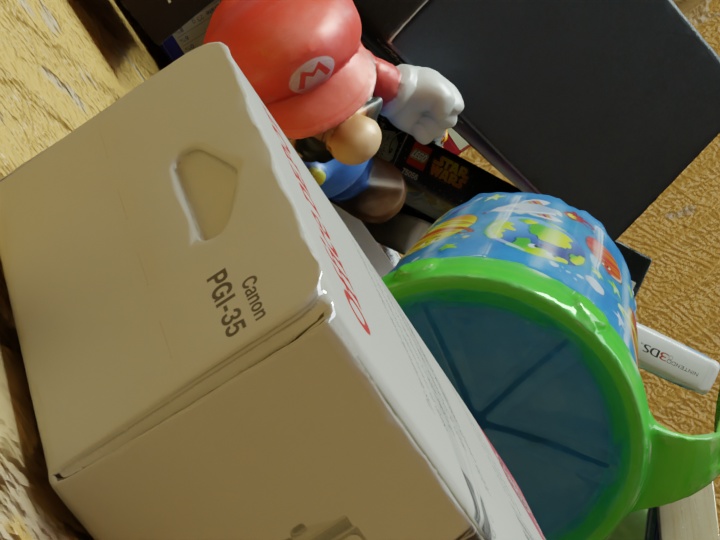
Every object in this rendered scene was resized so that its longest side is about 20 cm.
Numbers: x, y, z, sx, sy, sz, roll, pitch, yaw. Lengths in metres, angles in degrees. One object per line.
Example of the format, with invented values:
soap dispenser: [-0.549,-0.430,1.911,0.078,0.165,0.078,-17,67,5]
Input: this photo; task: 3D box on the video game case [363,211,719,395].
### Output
video game case: [0.091,0.012,1.325,0.182,0.022,0.200,25,0,-10]

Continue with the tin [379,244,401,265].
tin: [0.001,-0.009,1.482,0.200,0.042,0.112,58,9,0]

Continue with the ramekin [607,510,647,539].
ramekin: [0.110,0.138,1.286,0.200,0.097,0.200,58,4,-7]

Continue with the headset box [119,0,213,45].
headset box: [-0.126,-0.213,1.112,0.200,0.077,0.149,52,7,-9]

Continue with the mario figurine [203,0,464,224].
mario figurine: [-0.015,-0.052,1.068,0.200,0.106,0.124,77,23,-66]

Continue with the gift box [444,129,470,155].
gift box: [0.009,-0.161,1.644,0.187,0.184,0.200,54,12,-25]

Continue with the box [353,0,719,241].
box: [0.065,-0.142,1.229,0.200,0.123,0.198,41,4,-39]

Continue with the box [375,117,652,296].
box: [0.051,-0.041,1.336,0.200,0.040,0.137,26,-1,-38]

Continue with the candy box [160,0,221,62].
candy box: [-0.101,-0.185,1.295,0.200,0.077,0.169,58,3,-20]

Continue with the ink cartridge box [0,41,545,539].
ink cartridge box: [-0.011,0.057,0.651,0.200,0.083,0.147,56,6,-34]

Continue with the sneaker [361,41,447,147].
sneaker: [0.024,-0.093,1.423,0.200,0.077,0.078,81,-15,-48]

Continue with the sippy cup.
sippy cup: [0.056,0.035,0.957,0.178,0.140,0.130,45,27,-10]

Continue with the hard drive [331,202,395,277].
hard drive: [0.000,0.000,1.288,0.132,0.025,0.200,54,-2,6]

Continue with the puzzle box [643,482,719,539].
puzzle box: [0.137,0.188,1.018,0.200,0.025,0.133,86,3,-53]
